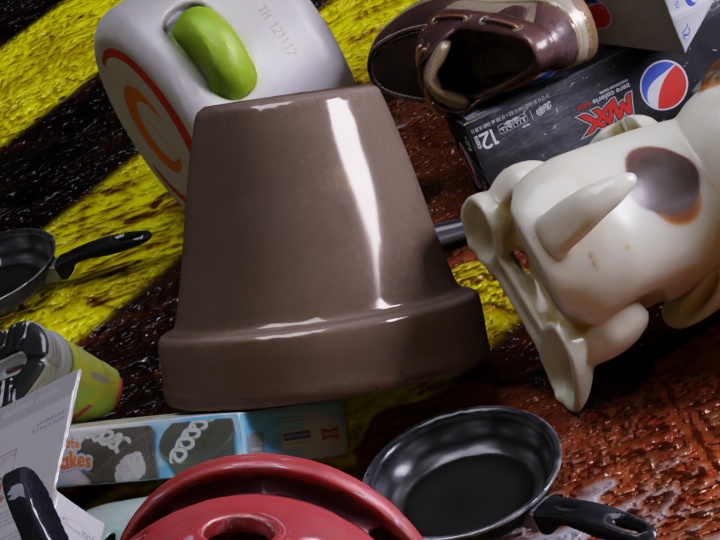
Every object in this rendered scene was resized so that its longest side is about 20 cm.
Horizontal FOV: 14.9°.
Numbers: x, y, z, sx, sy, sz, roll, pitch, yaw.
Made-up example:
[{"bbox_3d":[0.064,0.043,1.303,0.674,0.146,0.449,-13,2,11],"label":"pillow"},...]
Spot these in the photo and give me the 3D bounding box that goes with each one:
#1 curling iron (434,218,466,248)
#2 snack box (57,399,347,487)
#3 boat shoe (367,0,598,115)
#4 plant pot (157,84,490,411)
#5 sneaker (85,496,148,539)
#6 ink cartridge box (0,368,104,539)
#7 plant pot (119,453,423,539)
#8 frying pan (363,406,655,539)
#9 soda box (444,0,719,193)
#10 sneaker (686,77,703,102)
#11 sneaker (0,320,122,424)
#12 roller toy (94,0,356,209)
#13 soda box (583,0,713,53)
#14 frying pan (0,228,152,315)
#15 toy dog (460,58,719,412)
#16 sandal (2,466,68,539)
[{"bbox_3d":[0.000,0.000,1.834,0.199,0.026,0.050,-19,48,1],"label":"curling iron"},{"bbox_3d":[-0.122,0.106,1.666,0.199,0.037,0.116,-7,-2,32],"label":"snack box"},{"bbox_3d":[0.064,-0.140,1.816,0.199,0.073,0.072,-1,25,48],"label":"boat shoe"},{"bbox_3d":[-0.029,-0.018,1.649,0.199,0.176,0.200,-7,5,1],"label":"plant pot"},{"bbox_3d":[-0.123,0.185,1.539,0.117,0.074,0.201,-13,19,9],"label":"sneaker"},{"bbox_3d":[-0.228,0.169,1.584,0.199,0.045,0.177,-26,39,36],"label":"ink cartridge box"},{"bbox_3d":[-0.051,0.198,1.326,0.199,0.201,0.183,-14,25,20],"label":"plant pot"},{"bbox_3d":[0.091,0.117,1.519,0.189,0.031,0.115,0,36,26],"label":"frying pan"},{"bbox_3d":[0.161,-0.113,1.839,0.199,0.071,0.063,-25,16,-5],"label":"soda box"},{"bbox_3d":[0.299,-0.129,1.784,0.082,0.073,0.200,28,61,38],"label":"sneaker"},{"bbox_3d":[-0.229,0.093,1.813,0.199,0.090,0.079,-18,60,51],"label":"sneaker"},{"bbox_3d":[-0.090,-0.135,1.971,0.139,0.183,0.200,-34,30,-17],"label":"roller toy"},{"bbox_3d":[0.133,-0.198,1.824,0.199,0.068,0.064,10,56,35],"label":"soda box"},{"bbox_3d":[-0.241,-0.007,2.035,0.189,0.031,0.115,-20,27,2],"label":"frying pan"},{"bbox_3d":[0.174,-0.046,1.586,0.199,0.194,0.140,-27,63,-12],"label":"toy dog"},{"bbox_3d":[-0.152,0.201,1.451,0.045,0.201,0.075,-27,-16,0],"label":"sandal"}]
